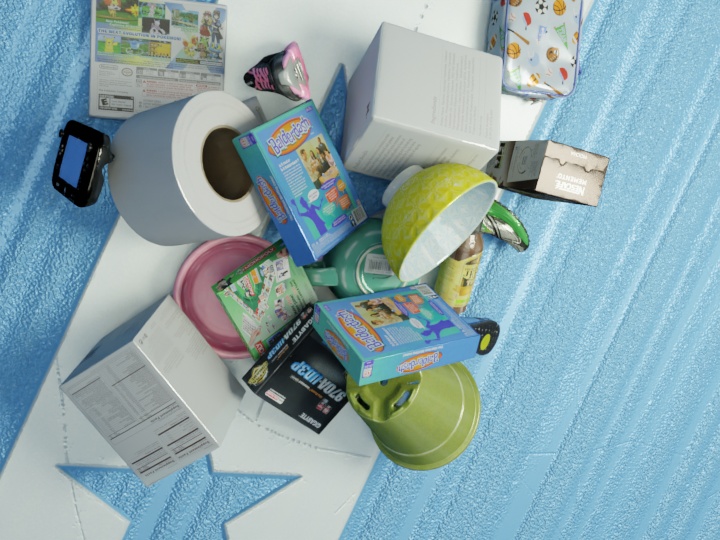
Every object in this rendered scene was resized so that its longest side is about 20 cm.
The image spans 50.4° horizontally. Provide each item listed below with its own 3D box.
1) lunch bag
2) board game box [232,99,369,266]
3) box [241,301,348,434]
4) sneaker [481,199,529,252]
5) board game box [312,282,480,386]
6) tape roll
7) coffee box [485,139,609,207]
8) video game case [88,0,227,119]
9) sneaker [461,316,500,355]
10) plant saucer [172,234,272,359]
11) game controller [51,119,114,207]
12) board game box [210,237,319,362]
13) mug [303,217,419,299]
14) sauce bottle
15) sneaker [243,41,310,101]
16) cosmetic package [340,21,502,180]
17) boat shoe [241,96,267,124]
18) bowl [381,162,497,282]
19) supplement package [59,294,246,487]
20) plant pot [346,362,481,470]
[{"bbox_3d":[0.293,-0.379,1.271,0.159,0.076,0.202,2,97,-17],"label":"lunch bag"},{"bbox_3d":[-0.082,-0.130,1.115,0.152,0.045,0.201,-40,109,-48],"label":"board game box"},{"bbox_3d":[-0.074,0.161,1.227,0.159,0.046,0.200,-48,140,-4],"label":"box"},{"bbox_3d":[0.200,-0.088,1.299,0.199,0.078,0.086,32,97,-7],"label":"sneaker"},{"bbox_3d":[0.050,0.088,1.121,0.198,0.152,0.045,-8,124,-28],"label":"board game box"},{"bbox_3d":[-0.236,-0.141,1.091,0.202,0.138,0.205,10,77,-54],"label":"tape roll"},{"bbox_3d":[0.295,-0.159,1.238,0.112,0.200,0.081,13,95,-15],"label":"coffee box"},{"bbox_3d":[-0.305,-0.317,1.158,0.198,0.022,0.184,2,98,-13],"label":"video game case"},{"bbox_3d":[0.167,0.102,1.299,0.199,0.078,0.067,6,104,-51],"label":"sneaker"},{"bbox_3d":[-0.199,0.039,1.225,0.198,0.051,0.203,-2,100,-14],"label":"plant saucer"},{"bbox_3d":[-0.396,-0.152,1.075,0.042,0.199,0.105,24,91,-36],"label":"game controller"},{"bbox_3d":[-0.130,0.065,1.186,0.134,0.029,0.201,-35,128,-16],"label":"board game box"},{"bbox_3d":[0.010,0.005,1.238,0.185,0.114,0.152,-41,106,-5],"label":"mug"},{"bbox_3d":[0.166,-0.022,1.261,0.064,0.065,0.202,0,124,-14],"label":"sauce bottle"},{"bbox_3d":[-0.126,-0.284,1.124,0.094,0.200,0.080,-14,109,1],"label":"sneaker"},{"bbox_3d":[0.091,-0.239,1.166,0.198,0.167,0.168,12,69,-15],"label":"cosmetic package"},{"bbox_3d":[-0.134,-0.177,1.195,0.066,0.074,0.201,-34,105,-7],"label":"boat shoe"},{"bbox_3d":[0.095,-0.091,1.131,0.200,0.200,0.108,-43,72,-4],"label":"bowl"},{"bbox_3d":[-0.303,0.178,1.146,0.150,0.152,0.201,-30,106,18],"label":"supplement package"},{"bbox_3d":[0.069,0.196,1.199,0.200,0.200,0.190,-49,147,-2],"label":"plant pot"}]
